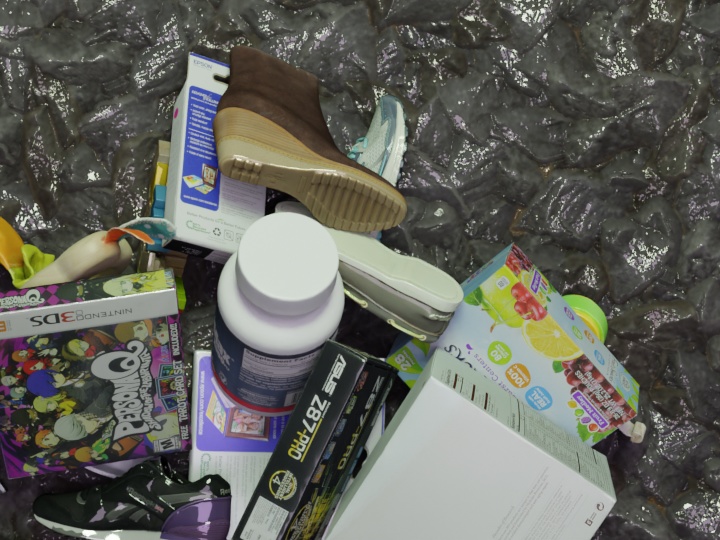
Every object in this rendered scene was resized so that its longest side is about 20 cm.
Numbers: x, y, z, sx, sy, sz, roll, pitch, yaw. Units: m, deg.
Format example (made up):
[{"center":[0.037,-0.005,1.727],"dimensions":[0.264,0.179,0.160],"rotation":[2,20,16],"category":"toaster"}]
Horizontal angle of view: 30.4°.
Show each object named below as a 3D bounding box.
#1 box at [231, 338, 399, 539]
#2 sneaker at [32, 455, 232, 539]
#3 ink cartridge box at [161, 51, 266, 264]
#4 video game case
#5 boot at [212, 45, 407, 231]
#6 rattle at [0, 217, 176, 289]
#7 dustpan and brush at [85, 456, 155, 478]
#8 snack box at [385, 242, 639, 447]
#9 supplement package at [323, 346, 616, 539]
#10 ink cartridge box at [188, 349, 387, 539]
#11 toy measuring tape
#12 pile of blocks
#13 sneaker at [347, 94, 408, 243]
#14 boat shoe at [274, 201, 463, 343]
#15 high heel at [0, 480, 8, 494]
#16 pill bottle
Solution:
[{"center":[-0.038,0.169,1.240],"dimensions":[0.049,0.161,0.202],"rotation":[25,88,13],"category":"box"},{"center":[-0.219,0.221,1.290],"dimensions":[0.197,0.076,0.089],"rotation":[7,88,7],"category":"sneaker"},{"center":[-0.137,-0.106,1.283],"dimensions":[0.094,0.037,0.203],"rotation":[15,64,-28],"category":"ink cartridge box"},{"center":[-0.250,0.097,1.216],"dimensions":[0.178,0.036,0.202],"rotation":[-7,128,-10],"category":"video game case"},{"center":[-0.043,-0.133,1.270],"dimensions":[0.197,0.073,0.168],"rotation":[19,45,-16],"category":"boot"},{"center":[-0.270,-0.042,1.230],"dimensions":[0.129,0.200,0.145],"rotation":[-8,69,-37],"category":"rattle"},{"center":[-0.285,0.125,1.292],"dimensions":[0.197,0.057,0.142],"rotation":[12,91,-9],"category":"dustpan and brush"},{"center":[0.152,0.103,1.324],"dimensions":[0.168,0.068,0.200],"rotation":[-38,98,26],"category":"snack box"},{"center":[0.102,0.215,1.240],"dimensions":[0.199,0.147,0.193],"rotation":[33,100,1],"category":"supplement package"},{"center":[-0.075,0.182,1.337],"dimensions":[0.196,0.043,0.202],"rotation":[3,92,-7],"category":"ink cartridge box"},{"center":[0.245,0.089,1.367],"dimensions":[0.074,0.074,0.200],"rotation":[-43,96,-5],"category":"toy measuring tape"},{"center":[-0.181,-0.021,1.292],"dimensions":[0.061,0.082,0.203],"rotation":[8,93,-19],"category":"pile of blocks"},{"center":[-0.009,-0.082,1.321],"dimensions":[0.085,0.078,0.203],"rotation":[16,90,-6],"category":"sneaker"},{"center":[-0.001,0.001,1.267],"dimensions":[0.200,0.072,0.061],"rotation":[29,120,6],"category":"boat shoe"},{"center":[-0.365,0.312,1.278],"dimensions":[0.142,0.071,0.201],"rotation":[-34,81,-12],"category":"high heel"},{"center":[-0.076,0.039,1.222],"dimensions":[0.118,0.201,0.121],"rotation":[5,57,-7],"category":"pill bottle"}]
